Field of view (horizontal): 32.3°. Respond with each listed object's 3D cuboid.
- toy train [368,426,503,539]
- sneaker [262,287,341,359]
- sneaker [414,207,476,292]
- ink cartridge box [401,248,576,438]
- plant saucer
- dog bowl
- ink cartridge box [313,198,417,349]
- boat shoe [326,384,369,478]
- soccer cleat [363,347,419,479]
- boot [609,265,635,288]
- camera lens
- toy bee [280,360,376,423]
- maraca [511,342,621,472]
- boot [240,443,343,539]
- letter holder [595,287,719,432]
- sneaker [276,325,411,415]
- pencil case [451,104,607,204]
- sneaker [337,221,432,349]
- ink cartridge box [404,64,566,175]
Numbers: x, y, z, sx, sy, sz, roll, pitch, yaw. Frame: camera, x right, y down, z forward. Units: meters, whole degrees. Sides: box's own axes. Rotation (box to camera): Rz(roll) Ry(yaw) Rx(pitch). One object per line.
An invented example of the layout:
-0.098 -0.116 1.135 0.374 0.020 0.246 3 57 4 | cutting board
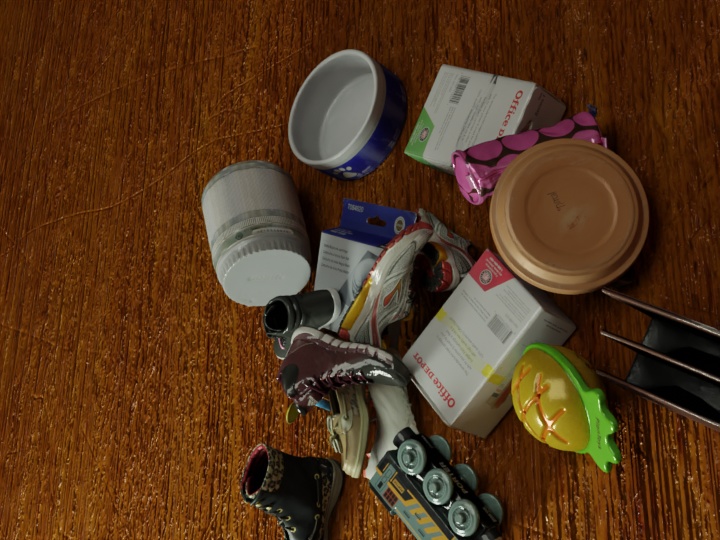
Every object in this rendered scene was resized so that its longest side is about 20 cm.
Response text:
0.098 0.300 1.611 0.200 0.085 0.114 48 118 27 | toy train
-0.115 0.083 1.886 0.200 0.098 0.071 -44 57 52 | sneaker
0.116 -0.023 1.778 0.200 0.081 0.078 -114 36 -57 | sneaker
0.167 0.098 1.651 0.200 0.083 0.145 -52 43 14 | ink cartridge box
0.261 -0.071 1.553 0.198 0.032 0.202 -1 74 3 | plant saucer
-0.022 -0.251 2.014 0.199 0.079 0.202 -21 57 37 | dog bowl
0.000 0.000 1.844 0.199 0.040 0.202 15 98 55 | ink cartridge box
-0.025 0.196 1.736 0.074 0.062 0.201 108 162 -51 | boat shoe
0.051 0.207 1.735 0.077 0.069 0.202 -7 73 38 | soccer cleat
0.273 -0.015 1.629 0.200 0.074 0.097 46 131 36 | boot
-0.168 -0.065 2.012 0.160 0.159 0.201 -38 48 27 | camera lens
-0.068 0.158 1.845 0.199 0.108 0.132 -14 60 41 | toy bee
0.252 0.163 1.502 0.106 0.138 0.200 -24 30 -16 | maraca
-0.113 0.352 1.761 0.073 0.153 0.205 5 75 46 | boot
0.360 0.105 1.407 0.199 0.142 0.101 24 88 48 | letter holder
-0.031 0.154 1.684 0.199 0.076 0.116 13 62 37 | sneaker
0.223 -0.148 1.635 0.198 0.091 0.094 -19 25 -2 | pencil case
0.049 0.022 1.713 0.201 0.082 0.078 -61 -4 19 | sneaker
0.177 -0.202 1.783 0.199 0.084 0.147 24 89 48 | ink cartridge box
